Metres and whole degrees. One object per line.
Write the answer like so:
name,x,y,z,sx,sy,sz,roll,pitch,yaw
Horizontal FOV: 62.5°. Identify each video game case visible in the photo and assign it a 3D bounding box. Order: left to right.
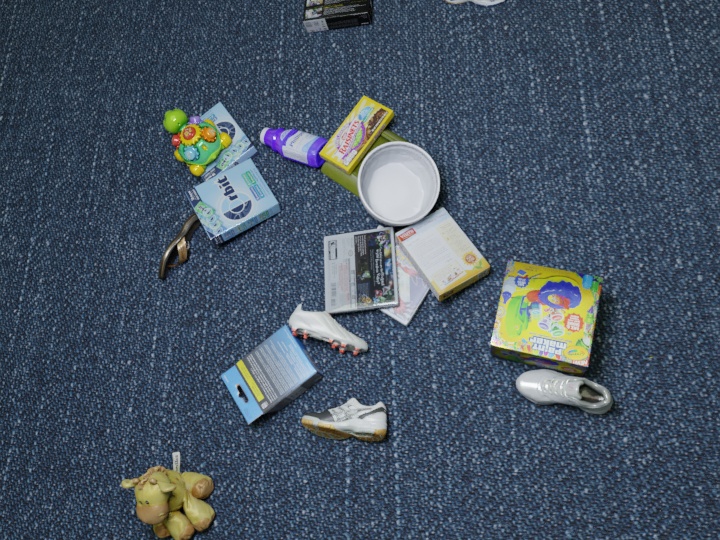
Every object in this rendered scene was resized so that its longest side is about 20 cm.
video game case,0.000,0.000,1.447,0.179,0.023,0.202,-8,69,13
video game case,0.079,0.009,1.446,0.199,0.023,0.183,30,81,21

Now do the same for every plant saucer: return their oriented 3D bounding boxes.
plant saucer,0.018,-0.301,1.553,0.199,0.048,0.200,36,83,22

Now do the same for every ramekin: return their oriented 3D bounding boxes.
ramekin,0.089,-0.202,1.446,0.197,0.105,0.203,0,83,-3

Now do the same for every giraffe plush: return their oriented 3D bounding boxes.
giraffe plush,-0.438,0.505,1.330,0.171,0.162,0.201,-28,68,4

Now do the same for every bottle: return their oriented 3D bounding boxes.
bottle,-0.181,-0.340,1.602,0.198,0.066,0.084,23,59,25

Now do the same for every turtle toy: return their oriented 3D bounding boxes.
turtle toy,-0.459,-0.364,1.616,0.200,0.101,0.146,41,86,23

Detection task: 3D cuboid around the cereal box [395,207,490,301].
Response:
cereal box,0.192,-0.041,1.404,0.143,0.040,0.201,-28,61,-10

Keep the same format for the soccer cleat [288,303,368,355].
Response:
soccer cleat,-0.071,0.138,1.398,0.198,0.069,0.078,19,65,1

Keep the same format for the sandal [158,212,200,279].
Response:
sandal,-0.477,-0.060,1.592,0.054,0.082,0.201,31,73,-1

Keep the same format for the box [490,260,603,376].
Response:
box,0.398,0.104,1.279,0.198,0.122,0.195,10,74,18

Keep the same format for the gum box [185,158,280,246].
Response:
gum box,-0.339,-0.184,1.575,0.199,0.045,0.171,-29,67,-10

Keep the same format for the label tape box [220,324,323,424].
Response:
label tape box,-0.210,0.250,1.413,0.199,0.063,0.145,-37,67,-1

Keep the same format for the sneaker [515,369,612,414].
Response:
sneaker,0.427,0.244,1.237,0.197,0.099,0.079,6,73,16

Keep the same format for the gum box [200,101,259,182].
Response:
gum box,-0.409,-0.354,1.679,0.169,0.045,0.201,-37,68,0

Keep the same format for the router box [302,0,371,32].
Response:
router box,-0.064,-0.783,1.735,0.197,0.051,0.151,-2,70,13

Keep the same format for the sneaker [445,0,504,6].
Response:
sneaker,0.320,-0.780,1.619,0.197,0.088,0.076,3,70,13

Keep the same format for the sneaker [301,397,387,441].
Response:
sneaker,-0.033,0.333,1.348,0.197,0.076,0.088,2,56,12

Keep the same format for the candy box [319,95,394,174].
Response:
candy box,-0.010,-0.353,1.538,0.102,0.026,0.201,33,82,25
